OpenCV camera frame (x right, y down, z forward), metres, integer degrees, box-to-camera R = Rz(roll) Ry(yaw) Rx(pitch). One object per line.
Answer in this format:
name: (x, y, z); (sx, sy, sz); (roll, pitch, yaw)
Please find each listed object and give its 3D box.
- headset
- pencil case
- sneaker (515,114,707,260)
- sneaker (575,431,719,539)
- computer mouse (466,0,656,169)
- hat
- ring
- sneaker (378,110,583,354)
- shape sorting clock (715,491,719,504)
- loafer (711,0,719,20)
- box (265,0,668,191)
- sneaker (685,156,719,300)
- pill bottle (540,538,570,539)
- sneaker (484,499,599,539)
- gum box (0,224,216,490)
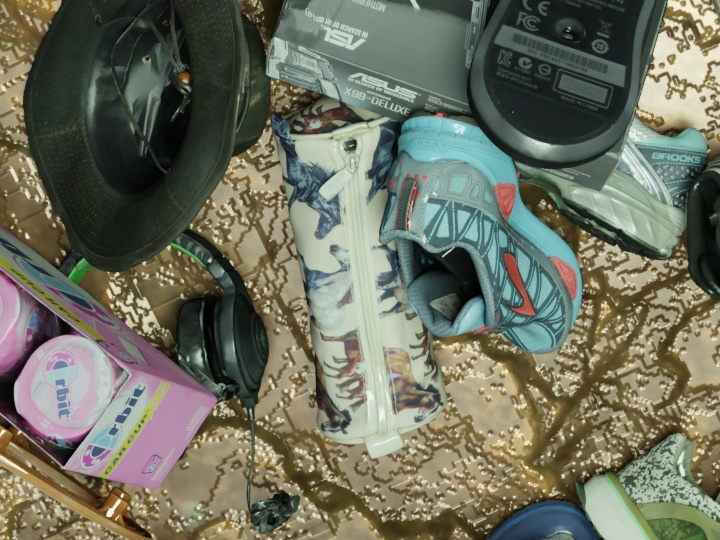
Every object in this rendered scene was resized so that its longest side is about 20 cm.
headset: (-0.104, 0.065, 1.392); (0.123, 0.094, 0.200); (-39, 86, 10)
pencil case: (0.000, 0.000, 1.370); (0.077, 0.089, 0.201); (-6, 106, 9)
sneaker: (0.106, -0.088, 1.371); (0.199, 0.078, 0.087); (31, 82, -4)
sneaker: (0.209, 0.166, 1.369); (0.089, 0.077, 0.200); (-45, 60, 5)
computer mouse: (0.114, -0.122, 1.268); (0.138, 0.201, 0.053); (23, 145, 2)
hat: (-0.104, -0.098, 1.359); (0.200, 0.081, 0.202); (0, 90, 47)
ring: (-0.199, 0.094, 1.353); (0.200, 0.200, 0.019); (34, 85, -4)
sneaker: (0.057, 0.001, 1.333); (0.079, 0.200, 0.096); (6, 61, 33)
shape sorting clock: (0.287, 0.173, 1.375); (0.199, 0.039, 0.201); (-8, 74, 30)
loafer: (0.266, -0.110, 1.352); (0.072, 0.063, 0.200); (-35, 98, 10)
box: (0.064, -0.151, 1.322); (0.199, 0.050, 0.158); (20, 67, -1)
sneaker: (0.235, 0.029, 1.336); (0.076, 0.115, 0.201); (-32, 84, 35)
pill bottle: (0.147, 0.249, 1.373); (0.114, 0.114, 0.200); (-40, 126, 10)
sneaker: (0.073, 0.226, 1.420); (0.075, 0.088, 0.200); (37, 100, -3)
gum box: (-0.189, 0.034, 1.342); (0.200, 0.113, 0.066); (36, 94, 23)
